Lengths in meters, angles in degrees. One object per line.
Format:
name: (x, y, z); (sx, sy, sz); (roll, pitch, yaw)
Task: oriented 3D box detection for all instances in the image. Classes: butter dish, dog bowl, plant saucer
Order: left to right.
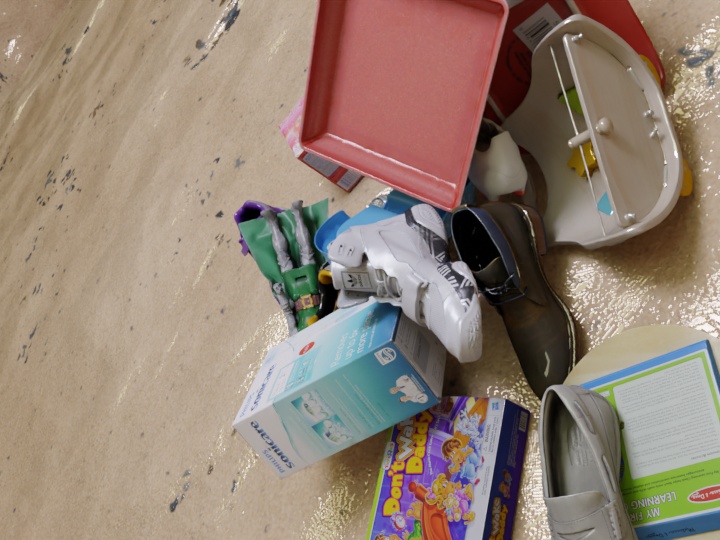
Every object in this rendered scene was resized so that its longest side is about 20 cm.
plant saucer: (0.038, -0.183, 0.757); (0.199, 0.037, 0.200); (26, 121, 26)
dog bowl: (0.045, -0.054, 0.862); (0.200, 0.050, 0.111); (-35, 33, -20)
butter dish: (0.192, -0.251, 0.820); (0.199, 0.200, 0.148); (-22, 28, 39)

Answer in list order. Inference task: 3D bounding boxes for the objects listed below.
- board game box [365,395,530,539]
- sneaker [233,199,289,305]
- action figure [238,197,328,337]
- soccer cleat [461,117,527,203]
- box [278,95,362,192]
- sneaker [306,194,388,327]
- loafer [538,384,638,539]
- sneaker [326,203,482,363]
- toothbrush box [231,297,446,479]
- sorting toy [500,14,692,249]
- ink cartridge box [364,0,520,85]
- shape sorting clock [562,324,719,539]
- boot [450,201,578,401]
board game box: (0.076, 0.220, 0.733); (0.134, 0.045, 0.201); (-7, 62, 44)
sneaker: (-0.119, -0.026, 1.052); (0.080, 0.088, 0.200); (-44, 45, 15)
action figure: (-0.069, 0.017, 0.961); (0.118, 0.055, 0.201); (-18, 81, 3)
soccer cleat: (0.107, -0.134, 0.822); (0.069, 0.078, 0.200); (-25, 31, -16)
box: (-0.001, -0.220, 1.036); (0.200, 0.103, 0.095); (-48, 41, 15)
sneaker: (0.000, 0.000, 0.916); (0.078, 0.082, 0.201); (1, 67, 47)
loafer: (0.166, 0.184, 0.589); (0.070, 0.070, 0.201); (-30, 50, 39)
sneaker: (0.036, 0.017, 0.708); (0.115, 0.075, 0.200); (-13, 39, -4)
toothbrush box: (-0.015, 0.106, 0.808); (0.200, 0.085, 0.147); (-31, 17, 24)
sorting toy: (0.201, -0.107, 0.757); (0.180, 0.107, 0.201); (-28, 72, 55)
ink cartridge box: (0.062, -0.303, 0.745); (0.200, 0.045, 0.177); (-28, 91, 38)
shape sorting clock: (0.233, 0.142, 0.620); (0.200, 0.039, 0.201); (-27, 51, 40)
boot: (0.135, 0.028, 0.721); (0.075, 0.097, 0.201); (-30, 63, 42)
